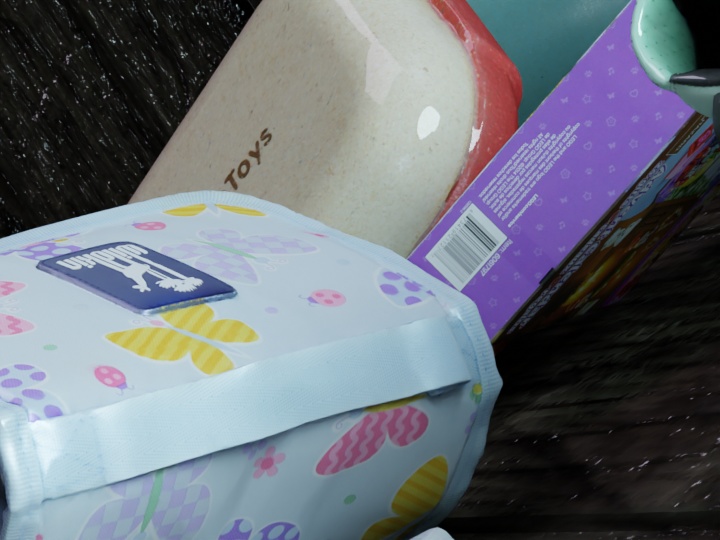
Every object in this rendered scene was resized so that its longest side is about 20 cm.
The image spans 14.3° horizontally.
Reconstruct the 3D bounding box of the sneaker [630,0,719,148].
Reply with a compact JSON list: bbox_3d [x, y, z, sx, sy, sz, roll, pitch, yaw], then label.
[{"bbox_3d":[0.155,-0.068,0.620,0.200,0.074,0.118,-25,-28,36],"label":"sneaker"}]

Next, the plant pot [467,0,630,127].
[{"bbox_3d":[0.082,-0.145,1.272,0.161,0.201,0.201,-21,9,9],"label":"plant pot"}]

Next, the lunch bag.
[{"bbox_3d":[-0.079,0.052,0.791,0.169,0.127,0.200,-15,-6,-39],"label":"lunch bag"}]

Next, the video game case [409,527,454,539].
[{"bbox_3d":[-0.078,0.147,0.700,0.182,0.023,0.200,-30,8,33],"label":"video game case"}]

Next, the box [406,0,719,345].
[{"bbox_3d":[0.111,-0.066,0.864,0.200,0.039,0.137,-49,-12,18],"label":"box"}]

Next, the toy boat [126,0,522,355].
[{"bbox_3d":[0.000,0.000,0.976,0.200,0.131,0.131,-55,37,19],"label":"toy boat"}]
